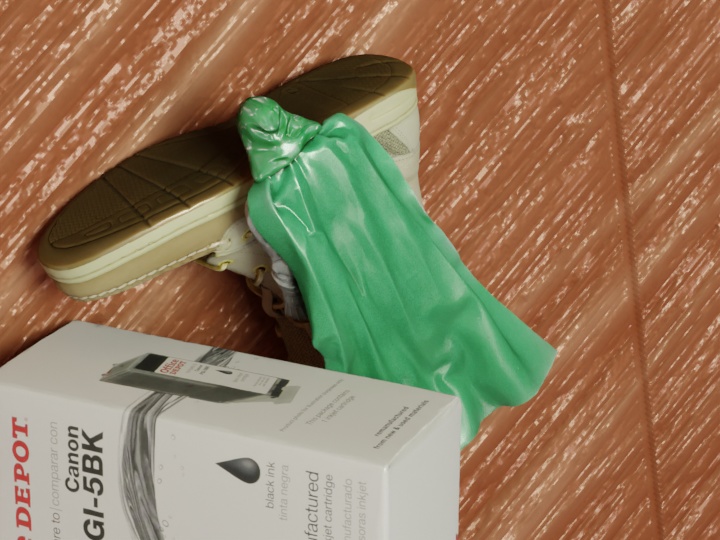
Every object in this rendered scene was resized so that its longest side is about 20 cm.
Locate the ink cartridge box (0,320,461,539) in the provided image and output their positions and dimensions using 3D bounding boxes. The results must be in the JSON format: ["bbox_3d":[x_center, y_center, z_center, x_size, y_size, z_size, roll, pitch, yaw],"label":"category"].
[{"bbox_3d":[-0.063,0.117,1.007,0.083,0.200,0.147,-37,132,-58],"label":"ink cartridge box"}]

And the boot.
[{"bbox_3d":[-0.045,0.004,1.070,0.200,0.072,0.155,-29,124,-23],"label":"boot"}]

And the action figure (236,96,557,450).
[{"bbox_3d":[0.000,0.000,1.021,0.118,0.055,0.200,-42,122,-18],"label":"action figure"}]
